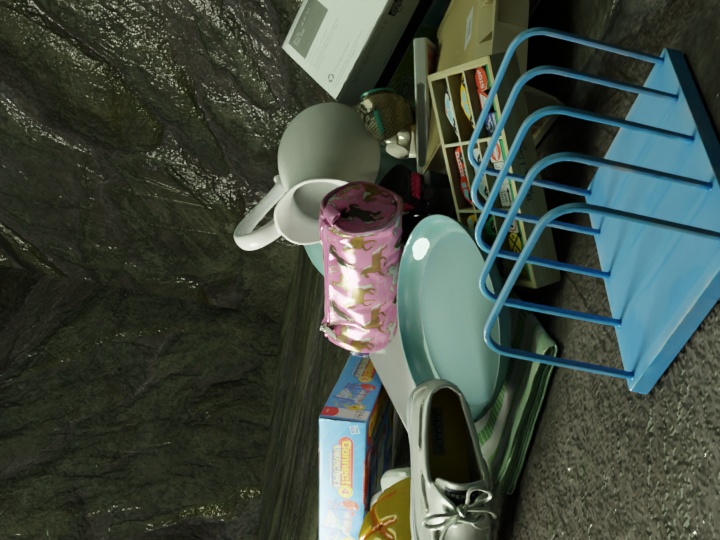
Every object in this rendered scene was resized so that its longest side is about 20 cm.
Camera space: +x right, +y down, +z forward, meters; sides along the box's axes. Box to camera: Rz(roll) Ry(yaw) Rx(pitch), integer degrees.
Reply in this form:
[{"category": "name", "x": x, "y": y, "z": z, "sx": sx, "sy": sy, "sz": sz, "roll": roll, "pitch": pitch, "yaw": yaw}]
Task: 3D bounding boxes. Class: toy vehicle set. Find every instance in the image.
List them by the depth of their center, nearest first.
[{"category": "toy vehicle set", "x": 0.117, "y": -0.087, "z": 0.830, "sx": 0.124, "sy": 0.026, "sz": 0.200, "roll": -173, "pitch": 69, "yaw": -70}]

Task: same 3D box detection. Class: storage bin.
[{"category": "storage bin", "x": 0.142, "y": -0.220, "z": 0.967, "sx": 0.199, "sy": 0.094, "sz": 0.200, "roll": 120, "pitch": 160, "yaw": -64}]

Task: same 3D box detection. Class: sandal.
[{"category": "sandal", "x": 0.047, "y": -0.075, "z": 0.990, "sx": 0.075, "sy": 0.045, "sz": 0.200, "roll": -51, "pitch": 27, "yaw": 4}]

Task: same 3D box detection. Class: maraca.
[{"category": "maraca", "x": 0.046, "y": 0.294, "z": 0.880, "sx": 0.137, "sy": 0.107, "sz": 0.200, "roll": 105, "pitch": 173, "yaw": -73}]

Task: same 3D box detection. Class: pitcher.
[{"category": "pitcher", "x": -0.062, "y": -0.106, "z": 1.080, "sx": 0.200, "sy": 0.171, "sz": 0.121, "roll": -84, "pitch": -29, "yaw": -54}]

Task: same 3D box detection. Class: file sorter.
[{"category": "file sorter", "x": 0.148, "y": -0.047, "z": 0.613, "sx": 0.200, "sy": 0.122, "sz": 0.139, "roll": -88, "pitch": 12, "yaw": -46}]

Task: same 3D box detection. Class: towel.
[{"category": "towel", "x": 0.129, "y": 0.101, "z": 0.871, "sx": 0.200, "sy": 0.023, "sz": 0.153, "roll": -106, "pitch": 29, "yaw": -72}]

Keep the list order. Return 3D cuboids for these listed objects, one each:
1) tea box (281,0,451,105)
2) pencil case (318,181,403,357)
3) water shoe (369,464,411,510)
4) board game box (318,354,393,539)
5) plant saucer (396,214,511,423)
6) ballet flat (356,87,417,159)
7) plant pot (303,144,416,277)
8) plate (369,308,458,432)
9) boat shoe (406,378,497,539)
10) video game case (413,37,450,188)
[{"category": "tea box", "x": 0.043, "y": -0.319, "z": 1.166, "sx": 0.134, "sy": 0.197, "sz": 0.200, "roll": 48, "pitch": 122, "yaw": 31}, {"category": "pencil case", "x": 0.000, "y": 0.000, "z": 0.964, "sx": 0.087, "sy": 0.083, "sz": 0.200, "roll": -55, "pitch": -23, "yaw": -39}, {"category": "water shoe", "x": 0.059, "y": 0.266, "z": 1.023, "sx": 0.200, "sy": 0.071, "sz": 0.079, "roll": 105, "pitch": 153, "yaw": -62}, {"category": "board game box", "x": -0.002, "y": 0.224, "z": 1.156, "sx": 0.200, "sy": 0.056, "sz": 0.196, "roll": -59, "pitch": -27, "yaw": -66}, {"category": "plant saucer", "x": 0.088, "y": 0.046, "z": 0.871, "sx": 0.200, "sy": 0.027, "sz": 0.201, "roll": 174, "pitch": 90, "yaw": -66}, {"category": "ballet flat", "x": 0.046, "y": -0.167, "z": 1.089, "sx": 0.200, "sy": 0.068, "sz": 0.075, "roll": -17, "pitch": -87, "yaw": -72}, {"category": "plant pot", "x": 0.016, "y": -0.047, "z": 1.206, "sx": 0.134, "sy": 0.200, "sz": 0.201, "roll": -96, "pitch": 19, "yaw": -61}, {"category": "plate", "x": 0.064, "y": 0.073, "z": 1.024, "sx": 0.200, "sy": 0.032, "sz": 0.200, "roll": -119, "pitch": 30, "yaw": -51}, {"category": "boat shoe", "x": 0.084, "y": 0.192, "z": 0.790, "sx": 0.086, "sy": 0.074, "sz": 0.202, "roll": 126, "pitch": 140, "yaw": -78}, {"category": "video game case", "x": 0.094, "y": -0.164, "z": 1.110, "sx": 0.143, "sy": 0.017, "sz": 0.200, "roll": 0, "pitch": -92, "yaw": -70}]
